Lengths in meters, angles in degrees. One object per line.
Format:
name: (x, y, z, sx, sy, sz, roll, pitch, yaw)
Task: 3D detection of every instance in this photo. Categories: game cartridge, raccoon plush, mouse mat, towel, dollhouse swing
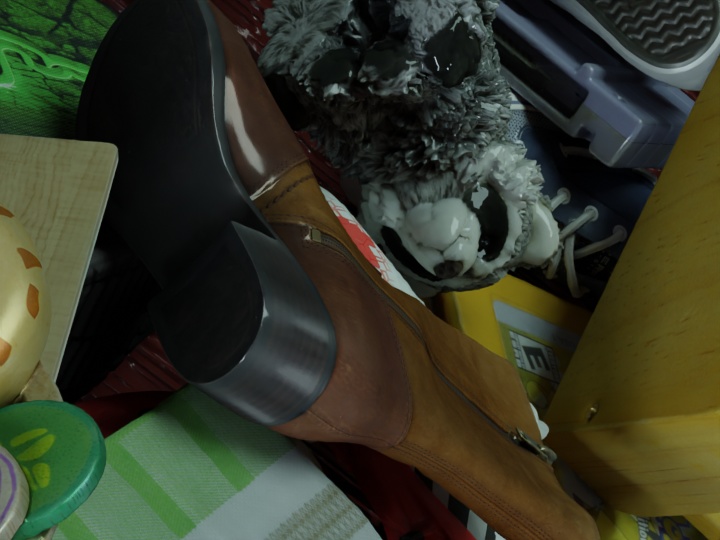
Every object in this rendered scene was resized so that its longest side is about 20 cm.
game cartridge: (0.110, 0.091, 1.252, 0.200, 0.032, 0.177, 21, 44, -38)
raccoon plush: (0.039, -0.086, 1.181, 0.134, 0.097, 0.200, 55, 43, -42)
mouse mat: (-0.152, -0.088, 1.057, 0.200, 0.008, 0.161, 17, 26, -31)
game cartridge: (0.069, -0.117, 1.327, 0.200, 0.038, 0.130, 41, 21, 18)
towel: (-0.020, 0.132, 0.919, 0.200, 0.031, 0.149, 49, 32, 5)
dollhouse swing: (0.200, 0.024, 1.195, 0.176, 0.182, 0.200, 36, 68, -21)

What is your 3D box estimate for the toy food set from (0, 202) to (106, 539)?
toy food set: (-0.174, 0.052, 0.825, 0.199, 0.049, 0.198, -8, 41, -12)

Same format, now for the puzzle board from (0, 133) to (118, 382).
puzzle board: (-0.166, 0.021, 0.913, 0.150, 0.017, 0.200, 5, 41, 4)

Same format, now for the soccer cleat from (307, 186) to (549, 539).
soccer cleat: (0.025, 0.054, 1.134, 0.085, 0.069, 0.200, -15, 69, -34)

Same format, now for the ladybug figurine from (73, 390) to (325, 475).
ladybug figurine: (-0.068, 0.102, 0.981, 0.136, 0.072, 0.200, 51, 32, -1)

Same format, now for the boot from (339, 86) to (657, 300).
boot: (0.079, -0.029, 1.279, 0.090, 0.073, 0.200, 48, 29, 23)

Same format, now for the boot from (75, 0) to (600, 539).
boot: (0.000, 0.000, 1.034, 0.200, 0.068, 0.188, 29, 24, -44)

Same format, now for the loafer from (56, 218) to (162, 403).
loafer: (-0.100, -0.007, 1.064, 0.071, 0.073, 0.200, 35, 22, 12)

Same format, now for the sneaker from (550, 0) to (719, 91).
sneaker: (0.097, -0.147, 1.311, 0.200, 0.073, 0.085, 51, 10, 24)
